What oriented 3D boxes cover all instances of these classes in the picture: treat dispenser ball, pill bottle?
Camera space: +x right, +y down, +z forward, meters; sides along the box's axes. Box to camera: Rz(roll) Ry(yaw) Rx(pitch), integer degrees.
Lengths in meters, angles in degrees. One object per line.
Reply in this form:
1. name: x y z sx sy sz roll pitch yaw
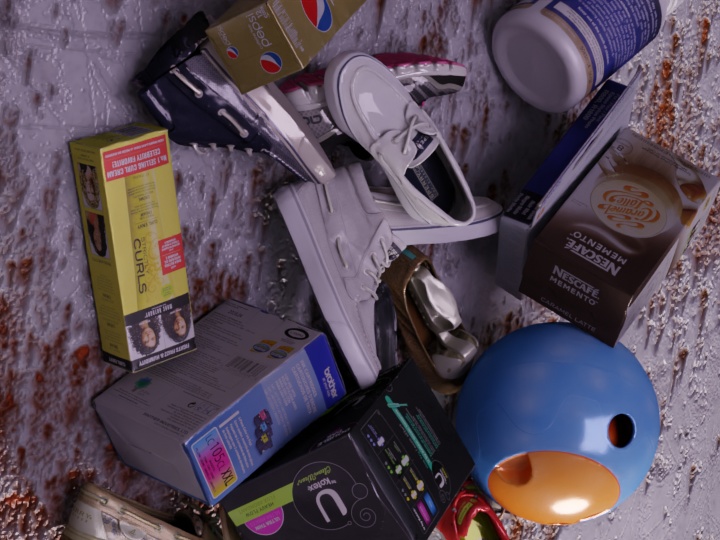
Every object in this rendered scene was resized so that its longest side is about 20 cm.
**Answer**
1. treat dispenser ball: 0.194 0.150 1.855 0.201 0.201 0.201 -11 107 -40
2. pill bottle: 0.235 -0.256 1.887 0.200 0.116 0.116 -40 124 -28

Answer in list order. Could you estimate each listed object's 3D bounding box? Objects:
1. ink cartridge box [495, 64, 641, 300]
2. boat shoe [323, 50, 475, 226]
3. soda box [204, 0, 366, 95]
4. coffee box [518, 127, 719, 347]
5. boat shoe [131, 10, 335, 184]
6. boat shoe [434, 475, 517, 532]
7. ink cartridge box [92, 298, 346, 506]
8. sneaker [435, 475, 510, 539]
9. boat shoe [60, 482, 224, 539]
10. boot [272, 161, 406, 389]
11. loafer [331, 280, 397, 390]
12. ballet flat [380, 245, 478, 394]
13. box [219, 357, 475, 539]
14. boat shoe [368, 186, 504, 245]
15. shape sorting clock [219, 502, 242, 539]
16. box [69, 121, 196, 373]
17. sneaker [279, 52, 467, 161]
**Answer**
1. ink cartridge box: 0.205 -0.093 1.881 0.200 0.041 0.200 -51 163 -23
2. boat shoe: 0.043 -0.118 1.685 0.074 0.065 0.200 -51 125 -14
3. soda box: -0.055 -0.224 1.601 0.064 0.068 0.200 60 31 -16
4. coffee box: 0.256 -0.035 1.850 0.200 0.114 0.080 -49 162 -37
5. boat shoe: -0.111 -0.128 1.627 0.093 0.075 0.200 -37 121 8
6. boat shoe: 0.148 0.223 1.949 0.200 0.072 0.072 -17 111 -36
7. ink cartridge box: -0.111 0.102 1.644 0.200 0.136 0.076 -39 127 -29
8. sneaker: 0.095 0.227 1.859 0.077 0.085 0.200 -40 94 -16
9. boat shoe: -0.169 0.233 1.665 0.200 0.073 0.063 16 92 -42
10. boot: 0.000 0.000 1.701 0.095 0.074 0.200 -22 85 -4
11. loafer: 0.008 0.107 1.799 0.070 0.068 0.201 -24 121 -51
12. ballet flat: 0.076 0.053 1.845 0.068 0.072 0.200 -42 125 -26
13. box: -0.008 0.188 1.676 0.124 0.148 0.200 59 24 -6
14. boat shoe: 0.061 -0.065 1.811 0.200 0.071 0.070 -6 104 -36
15. shape sorting clock: -0.068 0.262 1.721 0.200 0.039 0.200 46 31 -39
16. box: -0.192 -0.020 1.601 0.075 0.050 0.201 -19 112 -37
17. sneaker: 0.014 -0.149 1.744 0.200 0.074 0.088 -17 111 -33
